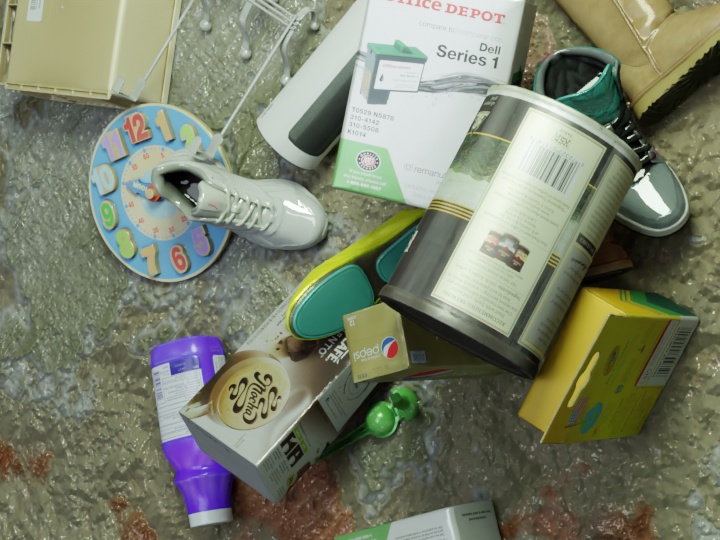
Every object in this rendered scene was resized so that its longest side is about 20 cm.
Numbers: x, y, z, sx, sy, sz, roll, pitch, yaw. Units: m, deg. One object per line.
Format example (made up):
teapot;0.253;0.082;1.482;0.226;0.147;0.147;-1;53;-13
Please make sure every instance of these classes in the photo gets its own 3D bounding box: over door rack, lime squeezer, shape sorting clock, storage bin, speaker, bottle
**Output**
over door rack;-0.152;-0.227;1.666;0.148;0.067;0.200;36;85;30
lime squeezer;0.019;0.152;1.539;0.038;0.071;0.200;49;146;1
shape sorting clock;-0.224;-0.086;1.716;0.199;0.039;0.201;4;99;30
storage bin;-0.312;-0.293;1.773;0.198;0.094;0.201;10;92;34
speaker;-0.016;-0.201;1.576;0.200;0.081;0.081;-47;63;21
bottle;-0.174;0.174;1.661;0.083;0.065;0.201;-17;77;32

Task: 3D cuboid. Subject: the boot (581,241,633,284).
boot;0.166;-0.064;1.424;0.199;0.073;0.156;2;93;49

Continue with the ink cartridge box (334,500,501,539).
ink cartridge box;0.071;0.336;1.473;0.144;0.084;0.201;-21;75;33

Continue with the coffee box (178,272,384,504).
coffee box;-0.065;0.114;1.525;0.113;0.080;0.200;30;66;32

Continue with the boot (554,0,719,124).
boot;0.262;-0.260;1.401;0.175;0.066;0.201;-39;68;26

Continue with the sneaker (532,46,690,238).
sneaker;0.219;-0.126;1.371;0.083;0.121;0.200;-37;64;-2

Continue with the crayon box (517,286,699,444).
crayon box;0.210;0.081;1.331;0.051;0.200;0.128;33;104;29

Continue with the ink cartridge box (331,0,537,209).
ink cartridge box;0.067;-0.160;1.392;0.145;0.084;0.201;13;100;12

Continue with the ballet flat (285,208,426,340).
ballet flat;0.000;0.000;1.512;0.200;0.067;0.067;-35;31;-18

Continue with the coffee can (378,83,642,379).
coffee can;0.125;-0.031;1.281;0.146;0.146;0.201;25;84;32

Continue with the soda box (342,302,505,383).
soda box;0.076;0.065;1.421;0.067;0.199;0.064;-19;76;38

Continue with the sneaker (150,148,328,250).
sneaker;-0.133;-0.066;1.613;0.199;0.099;0.078;18;104;12
